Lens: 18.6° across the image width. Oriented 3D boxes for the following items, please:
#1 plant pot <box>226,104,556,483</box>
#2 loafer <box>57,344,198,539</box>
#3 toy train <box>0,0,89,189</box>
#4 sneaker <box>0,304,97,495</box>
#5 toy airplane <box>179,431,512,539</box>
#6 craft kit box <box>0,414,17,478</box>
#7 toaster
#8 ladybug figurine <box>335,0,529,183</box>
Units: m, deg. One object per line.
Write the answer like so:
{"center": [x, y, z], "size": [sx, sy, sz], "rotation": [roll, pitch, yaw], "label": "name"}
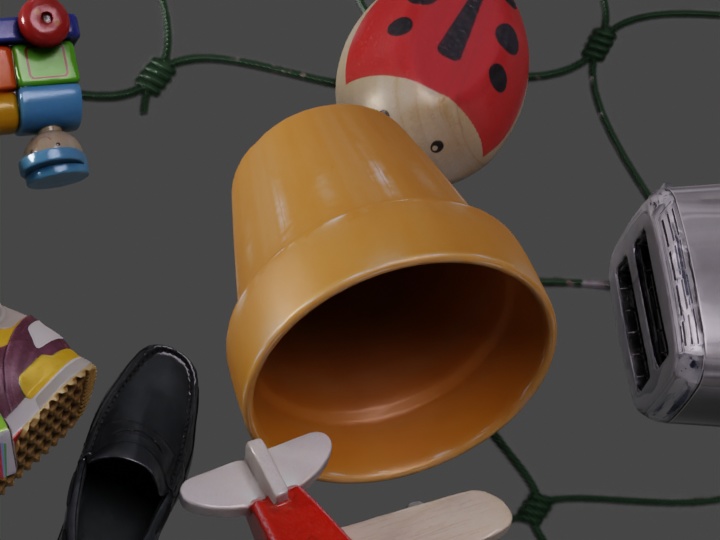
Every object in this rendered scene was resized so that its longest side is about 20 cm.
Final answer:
{"center": [0.000, 0.000, 1.386], "size": [0.199, 0.201, 0.184], "rotation": [-2, 45, -21], "label": "plant pot"}
{"center": [-0.137, 0.125, 1.317], "size": [0.068, 0.070, 0.201], "rotation": [22, 54, -7], "label": "loafer"}
{"center": [-0.273, -0.104, 1.412], "size": [0.199, 0.085, 0.116], "rotation": [-7, 75, -24], "label": "toy train"}
{"center": [-0.250, 0.098, 1.300], "size": [0.090, 0.075, 0.200], "rotation": [36, 49, 17], "label": "sneaker"}
{"center": [-0.027, 0.192, 1.290], "size": [0.199, 0.142, 0.199], "rotation": [6, 37, 18], "label": "toy airplane"}
{"center": [-0.322, 0.067, 1.250], "size": [0.199, 0.049, 0.198], "rotation": [-19, 47, -17], "label": "craft kit box"}
{"center": [0.249, 0.030, 1.498], "size": [0.128, 0.114, 0.201], "rotation": [1, 61, -15], "label": "toaster"}
{"center": [0.058, -0.148, 1.561], "size": [0.135, 0.072, 0.201], "rotation": [24, 54, -4], "label": "ladybug figurine"}
